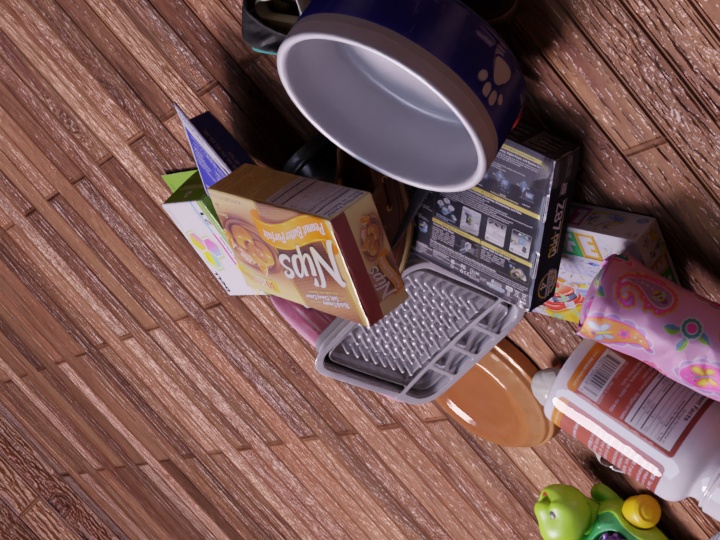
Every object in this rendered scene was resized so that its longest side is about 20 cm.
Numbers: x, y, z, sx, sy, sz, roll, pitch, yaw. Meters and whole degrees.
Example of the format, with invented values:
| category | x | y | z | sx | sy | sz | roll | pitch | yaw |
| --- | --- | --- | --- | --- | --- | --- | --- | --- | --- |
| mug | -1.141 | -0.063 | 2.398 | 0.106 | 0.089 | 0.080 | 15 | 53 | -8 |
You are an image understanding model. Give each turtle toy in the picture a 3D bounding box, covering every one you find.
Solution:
| category | x | y | z | sx | sy | sz | roll | pitch | yaw |
| --- | --- | --- | --- | --- | --- | --- | --- | --- | --- |
| turtle toy | 0.279 | 0.309 | 1.812 | 0.200 | 0.101 | 0.146 | 47 | 154 | -6 |

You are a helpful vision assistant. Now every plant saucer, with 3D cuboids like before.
| category | x | y | z | sx | sy | sz | roll | pitch | yaw |
| --- | --- | --- | --- | --- | --- | --- | --- | --- | --- |
| plant saucer | 0.135 | 0.131 | 1.828 | 0.200 | 0.037 | 0.201 | 33 | 152 | 20 |
| plant saucer | -0.011 | 0.070 | 1.851 | 0.200 | 0.051 | 0.201 | 38 | -174 | -5 |

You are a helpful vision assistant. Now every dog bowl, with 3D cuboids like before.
| category | x | y | z | sx | sy | sz | roll | pitch | yaw |
| --- | --- | --- | --- | --- | --- | --- | --- | --- | --- |
| dog bowl | 0.034 | -0.157 | 1.339 | 0.199 | 0.079 | 0.200 | 28 | 159 | 12 |

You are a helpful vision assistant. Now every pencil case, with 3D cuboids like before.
| category | x | y | z | sx | sy | sz | roll | pitch | yaw |
| --- | --- | --- | --- | --- | --- | --- | --- | --- | --- |
| pencil case | 0.289 | 0.057 | 1.397 | 0.199 | 0.088 | 0.088 | 25 | 152 | 7 |

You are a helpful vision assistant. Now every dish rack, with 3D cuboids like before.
| category | x | y | z | sx | sy | sz | roll | pitch | yaw |
| --- | --- | --- | --- | --- | --- | --- | --- | --- | --- |
| dish rack | 0.056 | 0.054 | 1.646 | 0.200 | 0.172 | 0.044 | 21 | -148 | -47 |

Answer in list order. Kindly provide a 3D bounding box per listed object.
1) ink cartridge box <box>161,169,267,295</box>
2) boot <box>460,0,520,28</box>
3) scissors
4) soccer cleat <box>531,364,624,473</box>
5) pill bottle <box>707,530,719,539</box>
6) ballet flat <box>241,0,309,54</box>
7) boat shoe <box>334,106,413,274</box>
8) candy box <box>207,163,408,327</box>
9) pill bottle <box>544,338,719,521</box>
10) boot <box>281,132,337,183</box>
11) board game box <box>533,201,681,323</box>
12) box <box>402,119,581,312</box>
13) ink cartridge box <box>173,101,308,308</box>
| category | x | y | z | sx | sy | sz | roll | pitch | yaw |
| --- | --- | --- | --- | --- | --- | --- | --- | --- | --- |
| ink cartridge box | -0.177 | -0.046 | 1.965 | 0.200 | 0.076 | 0.148 | -3 | 128 | 55 |
| boot | 0.074 | -0.213 | 1.385 | 0.199 | 0.075 | 0.097 | 10 | 160 | 43 |
| scissors | 0.071 | -0.107 | 1.449 | 0.200 | 0.014 | 0.073 | -47 | 70 | 30 |
| soccer cleat | 0.248 | 0.158 | 1.655 | 0.199 | 0.078 | 0.069 | 24 | 148 | 36 |
| pill bottle | 0.395 | 0.313 | 1.640 | 0.111 | 0.111 | 0.200 | 40 | 155 | 7 |
| ballet flat | -0.047 | -0.227 | 1.520 | 0.199 | 0.068 | 0.069 | 19 | 132 | 41 |
| boat shoe | 0.004 | -0.072 | 1.498 | 0.072 | 0.067 | 0.201 | 21 | 123 | 37 |
| candy box | -0.052 | -0.027 | 1.508 | 0.200 | 0.055 | 0.116 | 16 | 135 | 49 |
| pill bottle | 0.285 | 0.148 | 1.549 | 0.200 | 0.112 | 0.112 | 35 | 153 | 18 |
| boot | 0.000 | -0.051 | 1.693 | 0.158 | 0.079 | 0.211 | 43 | 166 | 17 |
| board game box | 0.208 | -0.005 | 1.518 | 0.200 | 0.034 | 0.135 | 15 | 142 | 46 |
| box | 0.099 | -0.074 | 1.491 | 0.200 | 0.049 | 0.162 | 27 | 129 | 31 |
| ink cartridge box | -0.112 | -0.075 | 1.726 | 0.198 | 0.047 | 0.200 | 50 | 166 | 23 |
